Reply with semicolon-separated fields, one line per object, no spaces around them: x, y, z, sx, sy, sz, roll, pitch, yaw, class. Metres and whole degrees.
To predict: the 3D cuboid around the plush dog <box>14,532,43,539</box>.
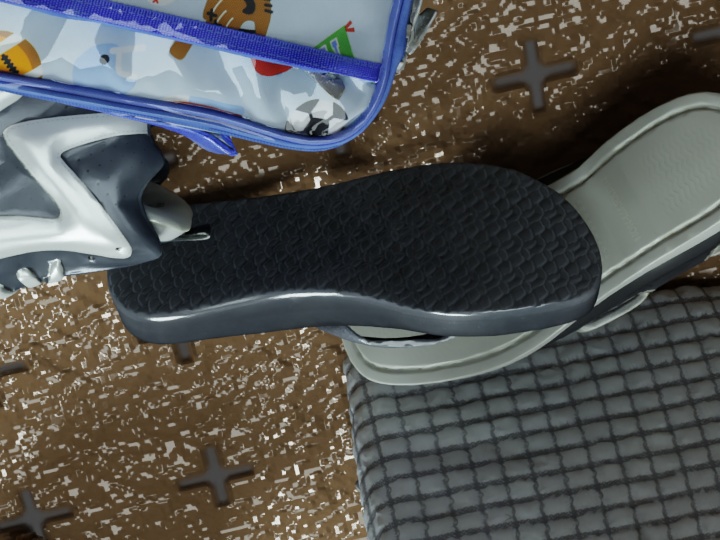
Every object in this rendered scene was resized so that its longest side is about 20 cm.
-0.131;0.225;1.068;0.198;0.172;0.161;-5;125;-7;plush dog

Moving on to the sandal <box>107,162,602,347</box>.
0.000;-0.001;0.988;0.199;0.076;0.043;-1;142;14;sandal

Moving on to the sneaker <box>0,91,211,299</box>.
-0.128;-0.009;0.961;0.129;0.080;0.200;18;110;-12;sneaker

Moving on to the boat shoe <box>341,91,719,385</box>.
0.084;-0.010;1.014;0.199;0.074;0.060;-32;162;20;boat shoe

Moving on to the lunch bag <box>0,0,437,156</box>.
-0.067;-0.124;0.868;0.199;0.076;0.161;12;101;-19;lunch bag

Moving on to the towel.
0.099;0.100;1.031;0.198;0.166;0.086;-11;132;-3;towel
